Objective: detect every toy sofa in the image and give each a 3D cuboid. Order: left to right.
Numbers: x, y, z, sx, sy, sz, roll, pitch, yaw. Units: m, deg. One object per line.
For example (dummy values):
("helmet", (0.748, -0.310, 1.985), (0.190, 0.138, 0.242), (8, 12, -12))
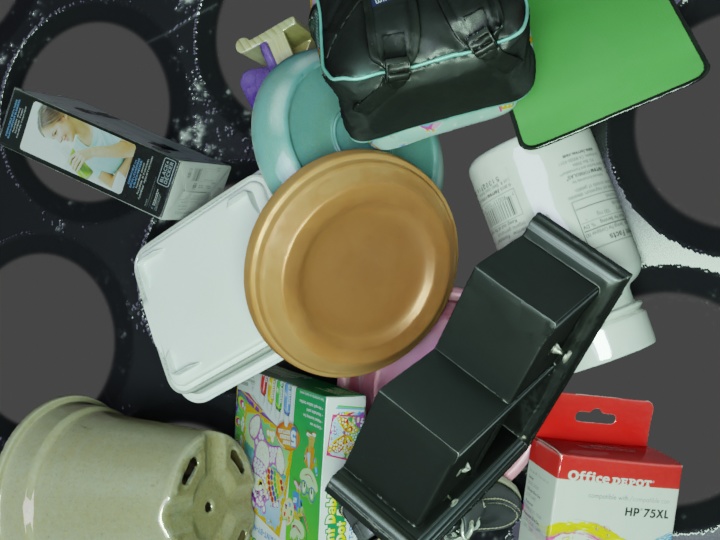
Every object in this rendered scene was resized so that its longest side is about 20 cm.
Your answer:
("toy sofa", (-0.056, -0.129, 0.949), (0.097, 0.083, 0.202), (-24, 84, 15))

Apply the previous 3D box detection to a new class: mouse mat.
("mouse mat", (0.192, -0.195, 0.846), (0.159, 0.008, 0.201), (-22, 47, 15))

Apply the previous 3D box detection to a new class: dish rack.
("dish rack", (-0.127, 0.014, 0.911), (0.199, 0.043, 0.173), (-30, 72, 26))

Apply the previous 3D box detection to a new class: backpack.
("backpack", (0.045, -0.213, 0.822), (0.174, 0.154, 0.202), (-17, 65, 5))

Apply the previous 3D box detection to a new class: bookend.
("bookend", (0.092, 0.084, 0.757), (0.092, 0.198, 0.201), (36, 124, 20))

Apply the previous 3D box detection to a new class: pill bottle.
("pill bottle", (0.179, -0.019, 0.860), (0.113, 0.114, 0.202), (-22, 84, 16))

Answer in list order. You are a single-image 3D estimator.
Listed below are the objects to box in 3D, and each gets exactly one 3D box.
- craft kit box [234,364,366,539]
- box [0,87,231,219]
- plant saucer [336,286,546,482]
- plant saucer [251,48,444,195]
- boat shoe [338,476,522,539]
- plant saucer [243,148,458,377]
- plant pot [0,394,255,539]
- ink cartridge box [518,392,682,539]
("craft kit box", (-0.064, 0.198, 0.913), (0.199, 0.048, 0.200), (5, 95, 61))
("box", (-0.245, -0.116, 0.993), (0.198, 0.117, 0.061), (24, 100, 14))
("plant saucer", (0.078, 0.115, 0.927), (0.198, 0.051, 0.203), (0, 90, 18))
("plant saucer", (-0.002, -0.114, 0.886), (0.027, 0.199, 0.202), (-33, 79, 54))
("boat shoe", (0.066, 0.209, 0.835), (0.073, 0.198, 0.063), (-51, 41, 29))
("plant saucer", (0.000, 0.000, 0.838), (0.198, 0.037, 0.203), (-8, 109, -23))
("plant pot", (-0.206, 0.217, 0.920), (0.182, 0.200, 0.203), (-4, 89, 29))
("ink cartridge box", (0.205, 0.214, 0.857), (0.115, 0.067, 0.203), (6, 93, -12))
